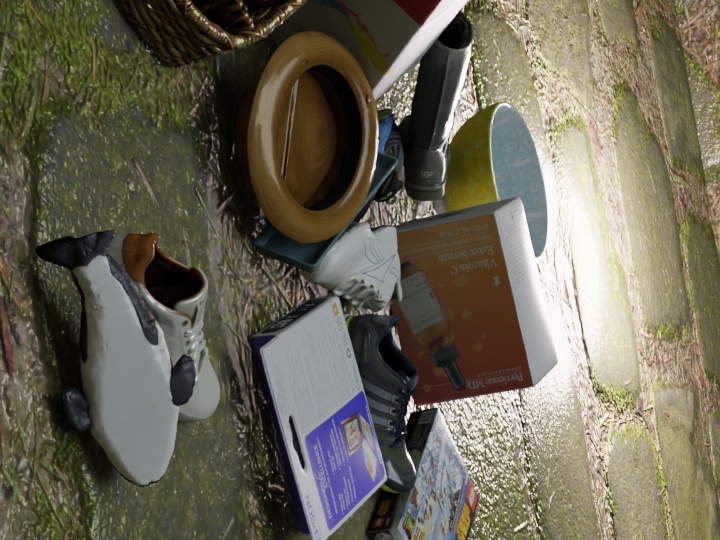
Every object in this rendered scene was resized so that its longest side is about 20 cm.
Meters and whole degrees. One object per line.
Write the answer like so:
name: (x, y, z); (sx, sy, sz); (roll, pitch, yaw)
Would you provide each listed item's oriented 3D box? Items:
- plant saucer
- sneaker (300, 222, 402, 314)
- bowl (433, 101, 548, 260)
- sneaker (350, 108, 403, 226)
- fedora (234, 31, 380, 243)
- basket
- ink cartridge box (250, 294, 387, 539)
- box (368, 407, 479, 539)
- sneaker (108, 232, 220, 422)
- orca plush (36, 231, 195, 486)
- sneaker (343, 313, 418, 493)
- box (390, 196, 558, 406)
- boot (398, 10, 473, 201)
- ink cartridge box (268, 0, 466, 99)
plant saucer: (-0.033, -0.065, 1.606); (0.200, 0.069, 0.019); (-52, 156, -46)
sneaker: (0.000, 0.000, 1.659); (0.200, 0.074, 0.088); (-6, 75, -65)
bowl: (0.151, -0.100, 2.007); (0.200, 0.107, 0.202); (40, 44, -54)
sneaker: (0.014, -0.104, 1.750); (0.083, 0.070, 0.200); (61, 26, -22)
fedora: (-0.064, -0.127, 1.549); (0.199, 0.081, 0.203); (-1, 91, -49)
basket: (-0.136, -0.292, 1.409); (0.143, 0.147, 0.201); (-71, 143, -48)
ink cartridge box: (-0.047, 0.143, 1.542); (0.200, 0.043, 0.200); (-33, 110, -67)
box: (0.072, 0.266, 1.757); (0.138, 0.039, 0.201); (65, 27, -26)
sneaker: (-0.150, 0.050, 1.310); (0.073, 0.084, 0.201); (-79, 149, -43)
orca plush: (-0.197, 0.064, 1.238); (0.105, 0.071, 0.201); (-34, 113, -16)
sneaker: (0.025, 0.136, 1.657); (0.074, 0.080, 0.202); (-44, 119, -60)
box: (0.122, 0.035, 1.830); (0.106, 0.151, 0.202); (-27, 104, -66)
boot: (0.081, -0.203, 1.817); (0.183, 0.072, 0.202); (-103, -168, -57)
ink cartridge box: (0.021, -0.286, 1.613); (0.145, 0.200, 0.145); (43, 47, 3)
